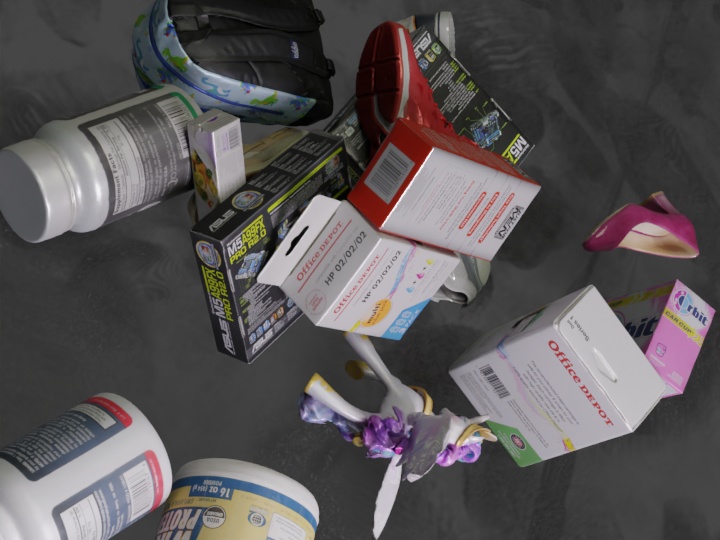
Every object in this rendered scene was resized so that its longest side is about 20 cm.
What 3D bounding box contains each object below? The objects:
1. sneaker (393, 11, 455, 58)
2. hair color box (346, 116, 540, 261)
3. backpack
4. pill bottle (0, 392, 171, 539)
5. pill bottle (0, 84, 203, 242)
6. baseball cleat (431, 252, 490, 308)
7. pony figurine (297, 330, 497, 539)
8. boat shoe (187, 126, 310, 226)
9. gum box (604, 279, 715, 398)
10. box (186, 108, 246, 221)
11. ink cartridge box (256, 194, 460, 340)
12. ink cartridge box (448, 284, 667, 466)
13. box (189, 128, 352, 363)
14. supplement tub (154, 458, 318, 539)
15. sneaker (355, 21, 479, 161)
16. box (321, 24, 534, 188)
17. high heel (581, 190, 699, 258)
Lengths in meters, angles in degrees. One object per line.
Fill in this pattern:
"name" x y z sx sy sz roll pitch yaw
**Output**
"sneaker" 0.073 -0.202 1.766 0.079 0.078 0.200 -2 84 10
"hair color box" 0.088 -0.080 1.533 0.200 0.102 0.061 15 24 -51
"backpack" -0.144 -0.232 1.596 0.200 0.154 0.163 5 68 -55
"pill bottle" -0.278 0.202 1.328 0.200 0.120 0.120 -30 89 -39
"pill bottle" -0.252 -0.104 1.474 0.200 0.113 0.113 -26 87 -38
"baseball cleat" 0.070 -0.043 1.694 0.200 0.070 0.106 44 44 -11
"pony figurine" 0.034 0.165 1.553 0.200 0.167 0.193 35 43 1
"boat shoe" -0.118 -0.100 1.602 0.065 0.072 0.200 29 44 29
"gum box" 0.300 0.092 1.725 0.066 0.200 0.114 38 62 -18
"box" -0.138 -0.063 1.507 0.041 0.039 0.200 -33 133 -37
"ink cartridge box" 0.000 0.000 1.528 0.068 0.115 0.200 45 18 31
"ink cartridge box" 0.214 0.119 1.648 0.084 0.200 0.145 -41 96 -36
"box" -0.081 -0.026 1.534 0.200 0.044 0.160 -44 139 -36
"supplement tub" -0.127 0.289 1.380 0.145 0.145 0.200 28 57 -23
"sneaker" 0.064 -0.163 1.606 0.115 0.078 0.200 -3 92 -38
"box" 0.074 -0.140 1.667 0.193 0.048 0.200 47 59 -15
"high heel" 0.356 -0.035 1.896 0.200 0.067 0.096 -21 73 -51
